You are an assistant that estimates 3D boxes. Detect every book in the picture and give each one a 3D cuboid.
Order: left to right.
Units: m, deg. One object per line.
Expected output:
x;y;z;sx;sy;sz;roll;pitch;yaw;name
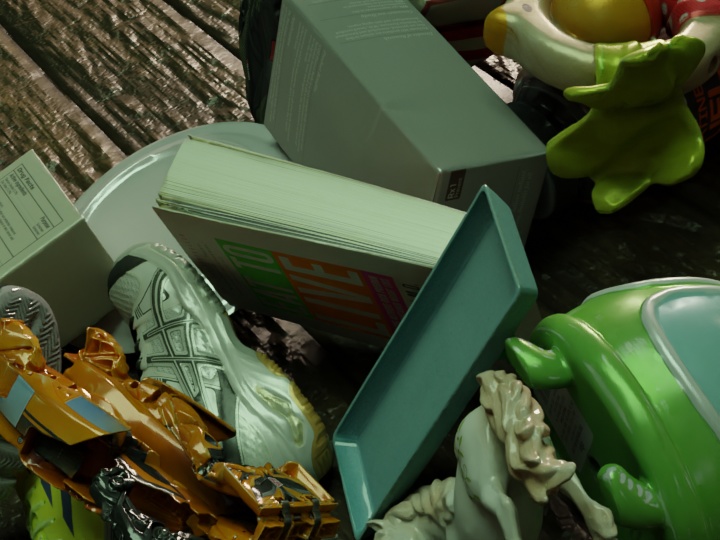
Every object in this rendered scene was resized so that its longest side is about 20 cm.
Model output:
0.000;0.000;0.954;0.198;0.134;0.048;14;65;24;book

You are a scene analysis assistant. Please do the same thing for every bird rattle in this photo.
0.163;-0.140;0.982;0.162;0.113;0.200;30;57;26;bird rattle

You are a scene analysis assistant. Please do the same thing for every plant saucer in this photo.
0.035;0.051;0.864;0.019;0.201;0.070;8;45;-24;plant saucer

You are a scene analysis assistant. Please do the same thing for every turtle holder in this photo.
0.158;0.083;0.801;0.131;0.142;0.186;-24;35;-12;turtle holder

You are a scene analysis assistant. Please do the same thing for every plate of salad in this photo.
-0.117;-0.019;1.122;0.198;0.048;0.201;-16;43;16;plate of salad

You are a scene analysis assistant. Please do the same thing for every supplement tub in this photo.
0.169;-0.111;1.081;0.199;0.108;0.107;-34;39;-21;supplement tub

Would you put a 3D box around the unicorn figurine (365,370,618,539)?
0.060;0.124;0.810;0.073;0.201;0.138;-6;43;-32;unicorn figurine

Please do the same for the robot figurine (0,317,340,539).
-0.095;0.095;0.843;0.199;0.145;0.059;31;100;27;robot figurine

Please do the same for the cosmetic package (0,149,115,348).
-0.249;0.027;1.060;0.199;0.073;0.104;-36;40;-7;cosmetic package

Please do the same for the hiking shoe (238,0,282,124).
-0.053;-0.188;1.198;0.075;0.202;0.101;-1;25;-31;hiking shoe

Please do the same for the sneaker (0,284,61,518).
-0.236;0.099;0.933;0.111;0.077;0.202;8;74;44;sneaker

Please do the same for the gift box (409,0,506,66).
0.093;-0.233;1.184;0.183;0.188;0.200;-14;-9;-5;gift box

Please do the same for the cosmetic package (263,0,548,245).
0.022;-0.081;1.055;0.090;0.107;0.200;-14;47;-30;cosmetic package

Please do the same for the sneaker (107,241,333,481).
-0.102;0.061;0.970;0.087;0.076;0.200;-34;50;-15;sneaker

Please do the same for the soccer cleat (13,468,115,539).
-0.149;0.141;0.912;0.083;0.065;0.200;-37;40;-19;soccer cleat
